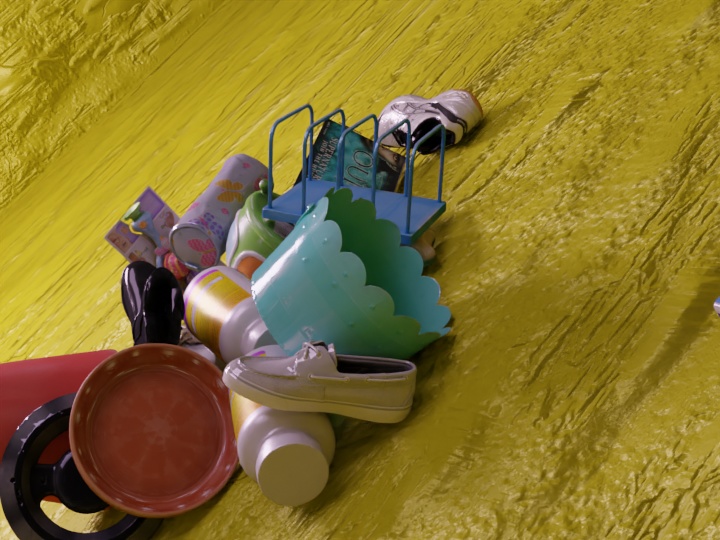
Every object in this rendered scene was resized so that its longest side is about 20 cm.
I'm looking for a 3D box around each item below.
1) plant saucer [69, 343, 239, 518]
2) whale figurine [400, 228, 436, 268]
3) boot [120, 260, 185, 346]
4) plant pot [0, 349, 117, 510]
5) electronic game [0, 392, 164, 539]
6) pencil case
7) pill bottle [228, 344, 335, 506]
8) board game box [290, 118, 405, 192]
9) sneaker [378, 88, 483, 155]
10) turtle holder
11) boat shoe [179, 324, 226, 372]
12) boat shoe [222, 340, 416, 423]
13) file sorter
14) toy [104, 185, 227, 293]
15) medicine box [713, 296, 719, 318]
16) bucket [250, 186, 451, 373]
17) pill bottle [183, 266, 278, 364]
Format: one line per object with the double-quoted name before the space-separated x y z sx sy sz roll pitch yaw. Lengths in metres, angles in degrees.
"plant saucer" -0.232 0.183 1.361 0.201 0.200 0.032 -51 -1 -28
"whale figurine" 0.000 0.000 1.484 0.198 0.105 0.159 -9 26 6
"boot" -0.263 0.039 1.496 0.065 0.166 0.200 -12 -15 -13
"plant pot" -0.393 0.194 1.467 0.200 0.176 0.203 -177 90 -70
"electronic game" -0.313 0.239 1.368 0.200 0.200 0.042 -47 -2 -19
"pencil case" -0.201 -0.085 1.727 0.200 0.083 0.091 -59 -2 -47
"pill bottle" -0.084 0.166 1.269 0.104 0.104 0.200 -36 23 5
"board game box" -0.018 -0.123 1.656 0.028 0.134 0.201 -60 6 42
"sneaker" 0.082 -0.208 1.731 0.199 0.076 0.088 -11 36 48
"turtle holder" -0.128 -0.043 1.653 0.132 0.140 0.186 -50 45 22
"boat shoe" -0.239 0.119 1.617 0.075 0.069 0.200 -45 25 -17
"boat shoe" -0.038 0.105 1.206 0.072 0.198 0.069 -97 21 -69
"file sorter" -0.004 -0.126 1.481 0.198 0.124 0.139 11 23 19
"toy" -0.263 -0.021 1.729 0.047 0.200 0.115 -27 24 52
"medicine box" 0.392 0.024 0.846 0.182 0.103 0.200 -42 25 -8
"bucket" -0.013 0.026 1.306 0.135 0.207 0.208 -39 22 18
"pill bottle" -0.144 0.070 1.493 0.104 0.105 0.200 -43 32 -11
